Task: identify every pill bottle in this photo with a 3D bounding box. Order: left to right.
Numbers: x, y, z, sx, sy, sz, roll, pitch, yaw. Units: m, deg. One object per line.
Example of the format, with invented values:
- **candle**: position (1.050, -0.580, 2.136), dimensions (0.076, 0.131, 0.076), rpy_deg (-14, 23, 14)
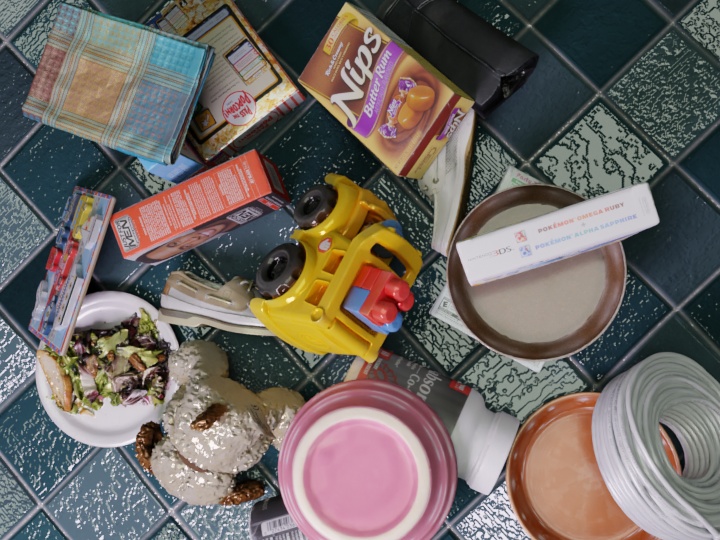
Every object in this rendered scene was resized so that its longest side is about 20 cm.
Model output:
- **pill bottle**: position (-0.021, 0.298, 1.061), dimensions (0.199, 0.106, 0.107), rpy_deg (-18, 83, 7)
- **pill bottle**: position (0.075, 0.175, 1.051), dimensions (0.200, 0.116, 0.116), rpy_deg (23, 89, 9)

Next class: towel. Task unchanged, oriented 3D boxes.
- **towel**: position (-0.279, -0.215, 1.032), dimensions (0.200, 0.022, 0.147), rpy_deg (19, 89, 11)

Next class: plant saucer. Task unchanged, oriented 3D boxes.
- **plant saucer**: position (0.004, 0.220, 0.978), dimensions (0.200, 0.051, 0.201), rpy_deg (0, 90, 11)
- **plant saucer**: position (0.198, 0.003, 1.025), dimensions (0.200, 0.032, 0.201), rpy_deg (-1, 85, 9)
- **plant saucer**: position (0.271, 0.242, 1.057), dimensions (0.200, 0.032, 0.201), rpy_deg (-1, 86, 8)

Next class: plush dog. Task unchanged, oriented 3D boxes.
- **plush dog**: position (-0.180, 0.208, 1.079), dimensions (0.200, 0.160, 0.172), rpy_deg (29, 114, 4)

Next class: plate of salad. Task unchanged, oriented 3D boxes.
- **plate of salad**: position (-0.327, 0.125, 1.153), dimensions (0.199, 0.048, 0.201), rpy_deg (-1, 85, 9)

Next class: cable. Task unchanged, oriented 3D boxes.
- **cable**: position (0.345, 0.193, 0.985), dimensions (0.200, 0.069, 0.200), rpy_deg (35, 53, -10)

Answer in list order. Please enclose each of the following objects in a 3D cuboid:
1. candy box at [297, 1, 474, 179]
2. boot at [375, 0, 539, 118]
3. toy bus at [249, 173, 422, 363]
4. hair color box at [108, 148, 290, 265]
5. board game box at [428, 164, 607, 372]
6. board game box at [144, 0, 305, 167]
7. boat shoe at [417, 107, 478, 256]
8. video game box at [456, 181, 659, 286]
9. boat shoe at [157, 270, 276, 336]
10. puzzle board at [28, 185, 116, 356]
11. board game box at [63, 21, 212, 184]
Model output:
- **candy box**: position (0.026, -0.215, 1.077), dimensions (0.200, 0.056, 0.117), rpy_deg (46, 113, 28)
- **boot**: position (0.135, -0.302, 1.078), dimensions (0.165, 0.066, 0.200), rpy_deg (-50, 60, 13)
- **toy bus**: position (0.000, 0.000, 1.016), dimensions (0.192, 0.136, 0.200), rpy_deg (9, 66, 51)
- **hair color box**: position (-0.197, -0.075, 1.121), dimensions (0.200, 0.102, 0.061), rpy_deg (-23, 82, 7)
- **board game box**: position (0.193, -0.002, 1.073), dimensions (0.147, 0.064, 0.200), rpy_deg (29, 92, 9)
- **board game box**: position (-0.190, -0.257, 1.162), dimensions (0.151, 0.046, 0.200), rpy_deg (-36, 81, 4)
- **boat shoe**: position (0.098, -0.116, 1.097), dimensions (0.069, 0.071, 0.201), rpy_deg (7, 77, 10)
- **video game box**: position (0.191, -0.031, 0.913), dimensions (0.182, 0.200, 0.047), rpy_deg (-16, 86, 7)
- **boat shoe**: position (-0.153, 0.042, 1.118), dimensions (0.199, 0.075, 0.069), rpy_deg (7, 88, 8)
- **puzzle board**: position (-0.368, -0.006, 1.134), dimensions (0.017, 0.151, 0.201), rpy_deg (18, 89, -34)
- **board game box**: position (-0.274, -0.198, 1.117), dimensions (0.040, 0.153, 0.200), rpy_deg (-38, 80, 5)
